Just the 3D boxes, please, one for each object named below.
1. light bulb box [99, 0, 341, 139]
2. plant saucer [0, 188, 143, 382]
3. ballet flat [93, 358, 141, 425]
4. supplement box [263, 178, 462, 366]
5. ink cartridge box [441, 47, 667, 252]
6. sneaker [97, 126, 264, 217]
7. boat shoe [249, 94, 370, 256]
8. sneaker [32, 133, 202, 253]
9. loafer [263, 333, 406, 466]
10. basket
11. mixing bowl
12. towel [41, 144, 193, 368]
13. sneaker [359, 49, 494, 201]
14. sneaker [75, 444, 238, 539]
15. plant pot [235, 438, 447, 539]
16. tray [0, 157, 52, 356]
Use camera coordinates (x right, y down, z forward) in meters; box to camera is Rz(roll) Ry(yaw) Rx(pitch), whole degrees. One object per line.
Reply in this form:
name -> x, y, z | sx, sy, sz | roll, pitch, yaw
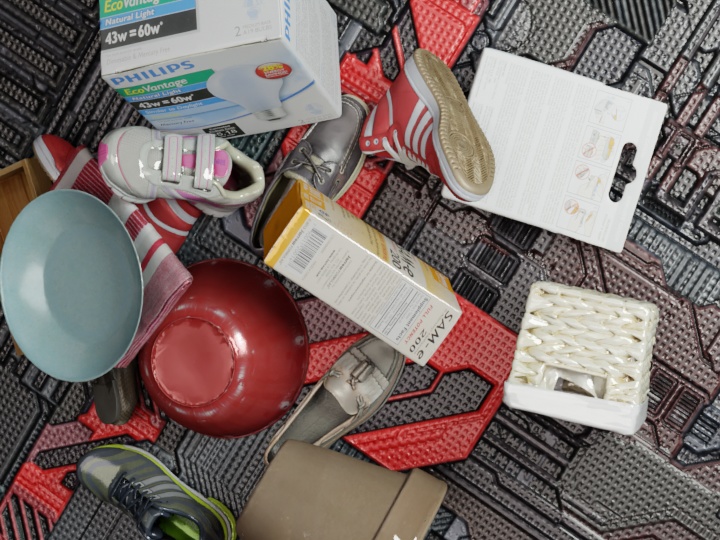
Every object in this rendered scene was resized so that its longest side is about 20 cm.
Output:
light bulb box -> -0.140, -0.232, 1.646 | 0.196, 0.200, 0.126 | -10, 71, 15
plant saucer -> -0.295, 0.015, 1.692 | 0.199, 0.039, 0.203 | 3, 96, 32
ballet flat -> -0.272, 0.072, 1.802 | 0.067, 0.046, 0.202 | -6, 88, 46
supplement box -> 0.000, 0.000, 1.652 | 0.199, 0.126, 0.074 | 34, 101, -13
ink cartridge box -> 0.198, -0.124, 1.664 | 0.198, 0.057, 0.164 | 18, 99, 7
sneaker -> -0.180, -0.111, 1.679 | 0.088, 0.199, 0.082 | -14, 74, 47
boat shoe -> -0.055, -0.096, 1.719 | 0.072, 0.065, 0.201 | 36, 101, 10
sneaker -> -0.259, -0.105, 1.766 | 0.200, 0.071, 0.113 | 43, 107, -1
loafer -> -0.028, 0.146, 1.734 | 0.072, 0.063, 0.200 | 45, 103, 7
basket -> 0.226, 0.082, 1.598 | 0.134, 0.200, 0.125 | 12, 93, 13
mixing bowl -> -0.163, 0.092, 1.741 | 0.198, 0.108, 0.203 | 1, 95, 13
towel -> -0.275, -0.014, 1.712 | 0.200, 0.023, 0.144 | 49, 118, 18
sneaker -> 0.065, -0.120, 1.638 | 0.113, 0.071, 0.201 | -47, 42, 30
sneaker -> -0.232, 0.257, 1.785 | 0.198, 0.081, 0.074 | 26, 100, 11
plant pot -> -0.029, 0.264, 1.667 | 0.174, 0.200, 0.201 | 31, 101, 5
tray -> -0.369, -0.015, 1.805 | 0.098, 0.037, 0.202 | -19, 87, 31
